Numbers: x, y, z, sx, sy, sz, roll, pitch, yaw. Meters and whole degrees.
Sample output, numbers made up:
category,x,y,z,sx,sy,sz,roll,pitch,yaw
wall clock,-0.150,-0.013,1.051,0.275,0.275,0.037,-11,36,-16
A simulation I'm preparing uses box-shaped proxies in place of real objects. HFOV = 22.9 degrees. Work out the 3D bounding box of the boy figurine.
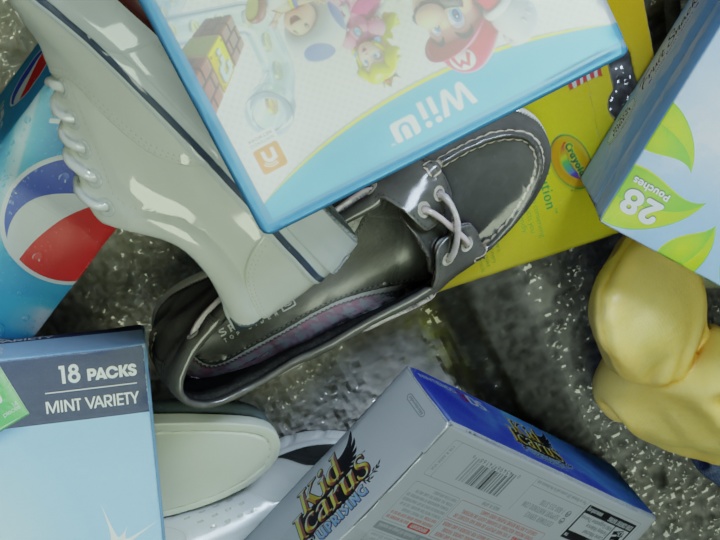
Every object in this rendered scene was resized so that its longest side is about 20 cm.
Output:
category,x,y,z,sx,sy,sz,roll,pitch,yaw
boy figurine,0.163,0.058,0.860,0.200,0.124,0.065,45,59,-32

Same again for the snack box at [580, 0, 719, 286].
category,x,y,z,sx,sy,sz,roll,pitch,yaw
snack box,0.223,-0.055,0.766,0.199,0.068,0.169,28,107,-10

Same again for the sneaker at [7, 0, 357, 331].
category,x,y,z,sx,sy,sz,roll,pitch,yaw
sneaker,-0.088,-0.054,0.687,0.071,0.073,0.200,-43,107,2

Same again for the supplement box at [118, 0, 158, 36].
category,x,y,z,sx,sy,sz,roll,pitch,yaw
supplement box,-0.027,-0.187,0.659,0.200,0.133,0.197,41,102,-9

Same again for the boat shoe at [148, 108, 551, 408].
category,x,y,z,sx,sy,sz,roll,pitch,yaw
boat shoe,0.000,0.000,0.766,0.199,0.057,0.067,-30,117,4

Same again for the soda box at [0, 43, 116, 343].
category,x,y,z,sx,sy,sz,roll,pitch,yaw
soda box,-0.137,-0.039,0.769,0.064,0.068,0.200,33,105,-23

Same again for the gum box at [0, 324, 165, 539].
category,x,y,z,sx,sy,sz,roll,pitch,yaw
gum box,-0.165,0.133,0.754,0.168,0.045,0.202,-5,100,-8

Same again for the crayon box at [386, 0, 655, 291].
category,x,y,z,sx,sy,sz,roll,pitch,yaw
crayon box,0.038,-0.058,0.807,0.199,0.051,0.128,-17,117,-3

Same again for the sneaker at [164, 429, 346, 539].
category,x,y,z,sx,sy,sz,roll,pitch,yaw
sneaker,-0.064,0.138,0.865,0.198,0.080,0.074,-16,116,-6

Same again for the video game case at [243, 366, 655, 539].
category,x,y,z,sx,sy,sz,roll,pitch,yaw
video game case,0.027,0.149,0.865,0.181,0.046,0.200,-48,140,11

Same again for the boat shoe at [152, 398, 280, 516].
category,x,y,z,sx,sy,sz,roll,pitch,yaw
boat shoe,-0.138,0.077,0.826,0.198,0.062,0.073,-8,137,-6

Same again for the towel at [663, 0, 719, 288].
category,x,y,z,sx,sy,sz,roll,pitch,yaw
towel,0.241,-0.088,0.815,0.198,0.035,0.194,-3,110,7

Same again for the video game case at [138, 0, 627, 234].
category,x,y,z,sx,sy,sz,roll,pitch,yaw
video game case,-0.016,-0.131,0.595,0.142,0.018,0.201,-26,103,7
